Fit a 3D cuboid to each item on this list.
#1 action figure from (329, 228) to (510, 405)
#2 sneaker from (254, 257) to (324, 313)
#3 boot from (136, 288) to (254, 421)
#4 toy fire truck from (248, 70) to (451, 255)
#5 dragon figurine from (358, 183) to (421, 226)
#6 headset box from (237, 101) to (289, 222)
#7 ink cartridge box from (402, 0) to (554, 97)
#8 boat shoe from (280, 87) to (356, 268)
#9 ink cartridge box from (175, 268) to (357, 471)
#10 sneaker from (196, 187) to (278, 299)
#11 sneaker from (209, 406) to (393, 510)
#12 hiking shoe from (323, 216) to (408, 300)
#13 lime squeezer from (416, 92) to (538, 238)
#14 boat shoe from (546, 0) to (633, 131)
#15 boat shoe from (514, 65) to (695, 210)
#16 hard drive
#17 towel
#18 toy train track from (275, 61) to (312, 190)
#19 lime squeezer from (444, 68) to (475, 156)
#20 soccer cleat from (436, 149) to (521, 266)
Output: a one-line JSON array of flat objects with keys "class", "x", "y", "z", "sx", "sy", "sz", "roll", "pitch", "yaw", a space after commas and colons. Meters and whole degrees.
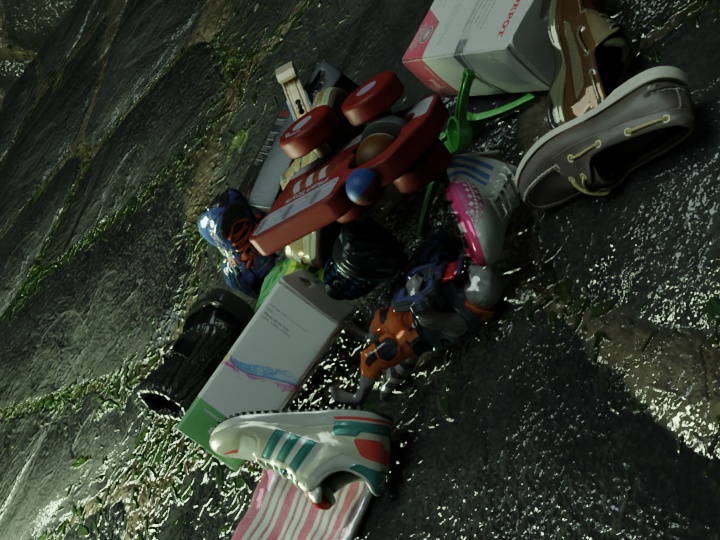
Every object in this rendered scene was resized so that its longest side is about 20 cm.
[{"class": "action figure", "x": 0.068, "y": 0.043, "z": 1.111, "sx": 0.193, "sy": 0.105, "sz": 0.200, "roll": -33, "pitch": 11, "yaw": 28}, {"class": "sneaker", "x": -0.077, "y": 0.000, "z": 1.343, "sx": 0.200, "sy": 0.074, "sz": 0.084, "roll": -54, "pitch": 35, "yaw": 11}, {"class": "boot", "x": -0.211, "y": 0.116, "z": 1.365, "sx": 0.158, "sy": 0.079, "sz": 0.211, "roll": -61, "pitch": 3, "yaw": -22}, {"class": "toy fire truck", "x": -0.007, "y": -0.097, "z": 1.087, "sx": 0.200, "sy": 0.112, "sz": 0.168, "roll": -24, "pitch": 25, "yaw": 31}, {"class": "dragon figurine", "x": 0.021, "y": -0.111, "z": 1.307, "sx": 0.099, "sy": 0.059, "sz": 0.200, "roll": -35, "pitch": 40, "yaw": 35}, {"class": "headset box", "x": -0.080, "y": -0.137, "z": 1.462, "sx": 0.149, "sy": 0.075, "sz": 0.200, "roll": 21, "pitch": 83, "yaw": 60}, {"class": "ink cartridge box", "x": 0.156, "y": -0.272, "z": 1.212, "sx": 0.200, "sy": 0.083, "sz": 0.147, "roll": 11, "pitch": 69, "yaw": 58}, {"class": "boat shoe", "x": -0.057, "y": -0.105, "z": 1.226, "sx": 0.076, "sy": 0.072, "sz": 0.201, "roll": 10, "pitch": 94, "yaw": 32}, {"class": "ink cartridge box", "x": -0.100, "y": 0.104, "z": 1.218, "sx": 0.200, "sy": 0.087, "sz": 0.145, "roll": -56, "pitch": -3, "yaw": 8}, {"class": "sneaker", "x": -0.141, "y": -0.030, "z": 1.380, "sx": 0.078, "sy": 0.200, "sz": 0.075, "roll": 33, "pitch": 71, "yaw": 29}, {"class": "sneaker", "x": -0.063, "y": 0.189, "z": 1.088, "sx": 0.199, "sy": 0.070, "sz": 0.094, "roll": -7, "pitch": 70, "yaw": 20}, {"class": "hiking shoe", "x": 0.000, "y": 0.000, "z": 1.122, "sx": 0.087, "sy": 0.074, "sz": 0.200, "roll": -53, "pitch": -4, "yaw": 8}, {"class": "lime squeezer", "x": 0.113, "y": -0.130, "z": 1.223, "sx": 0.071, "sy": 0.038, "sz": 0.200, "roll": 46, "pitch": 106, "yaw": 25}, {"class": "boat shoe", "x": 0.231, "y": -0.209, "z": 1.075, "sx": 0.074, "sy": 0.076, "sz": 0.201, "roll": -18, "pitch": 58, "yaw": 42}, {"class": "boat shoe", "x": 0.218, "y": -0.105, "z": 1.001, "sx": 0.200, "sy": 0.072, "sz": 0.060, "roll": -36, "pitch": 48, "yaw": 40}, {"class": "hard drive", "x": -0.044, "y": -0.142, "z": 1.362, "sx": 0.042, "sy": 0.135, "sz": 0.200, "roll": 23, "pitch": 84, "yaw": 48}, {"class": "towel", "x": -0.062, "y": 0.247, "z": 1.156, "sx": 0.200, "sy": 0.030, "sz": 0.147, "roll": -1, "pitch": 64, "yaw": 56}, {"class": "toy train track", "x": -0.060, "y": -0.157, "z": 1.286, "sx": 0.114, "sy": 0.033, "sz": 0.200, "roll": -25, "pitch": 73, "yaw": 13}, {"class": "lime squeezer", "x": 0.075, "y": -0.133, "z": 1.177, "sx": 0.200, "sy": 0.071, "sz": 0.038, "roll": -42, "pitch": 65, "yaw": 35}, {"class": "soccer cleat", "x": 0.125, "y": -0.072, "z": 1.079, "sx": 0.086, "sy": 0.070, "sz": 0.200, "roll": -18, "pitch": 27, "yaw": 4}]
